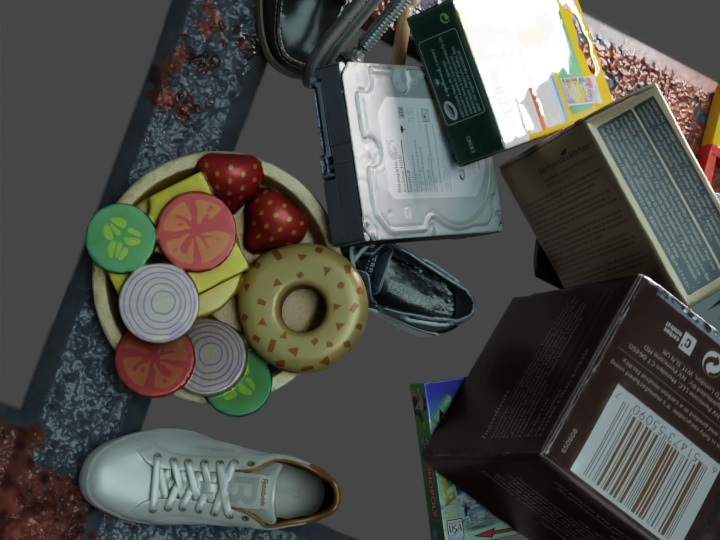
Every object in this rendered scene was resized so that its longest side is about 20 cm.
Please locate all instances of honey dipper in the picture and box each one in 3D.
[{"bbox_3d":[0.028,-0.142,1.476,0.038,0.038,0.201,15,74,-22],"label":"honey dipper"}]

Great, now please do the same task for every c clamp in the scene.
[{"bbox_3d":[0.029,-0.215,1.417,0.027,0.171,0.200,42,94,7],"label":"c clamp"}]

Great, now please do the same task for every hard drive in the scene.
[{"bbox_3d":[0.040,-0.092,1.421,0.200,0.038,0.140,-4,85,-53],"label":"hard drive"}]

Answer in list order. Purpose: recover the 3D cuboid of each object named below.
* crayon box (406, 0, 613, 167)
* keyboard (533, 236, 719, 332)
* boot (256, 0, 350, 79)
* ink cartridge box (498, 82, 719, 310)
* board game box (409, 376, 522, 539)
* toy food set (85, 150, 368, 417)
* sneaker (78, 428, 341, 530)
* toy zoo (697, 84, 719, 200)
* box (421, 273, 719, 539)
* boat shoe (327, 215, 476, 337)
[{"bbox_3d":[0.128,-0.168,1.481,0.200,0.051,0.126,-22,93,-53],"label":"crayon box"},{"bbox_3d":[0.250,-0.014,1.552,0.199,0.021,0.127,26,79,-12],"label":"keyboard"},{"bbox_3d":[-0.013,-0.258,1.404,0.073,0.150,0.201,22,76,-20],"label":"boot"},{"bbox_3d":[0.207,-0.044,1.430,0.075,0.200,0.165,-28,90,-16],"label":"ink cartridge box"},{"bbox_3d":[0.143,0.148,1.494,0.199,0.029,0.135,-7,87,-25],"label":"board game box"},{"bbox_3d":[-0.108,0.009,1.359,0.197,0.049,0.201,-28,90,-7],"label":"toy food set"},{"bbox_3d":[-0.108,0.157,1.349,0.199,0.085,0.073,5,83,-22],"label":"sneaker"},{"bbox_3d":[0.363,-0.082,1.625,0.131,0.020,0.201,21,76,-21],"label":"toy zoo"},{"bbox_3d":[0.186,0.122,1.390,0.166,0.200,0.165,37,71,-17],"label":"box"},{"bbox_3d":[0.000,0.000,1.424,0.200,0.068,0.072,26,74,-19],"label":"boat shoe"}]
